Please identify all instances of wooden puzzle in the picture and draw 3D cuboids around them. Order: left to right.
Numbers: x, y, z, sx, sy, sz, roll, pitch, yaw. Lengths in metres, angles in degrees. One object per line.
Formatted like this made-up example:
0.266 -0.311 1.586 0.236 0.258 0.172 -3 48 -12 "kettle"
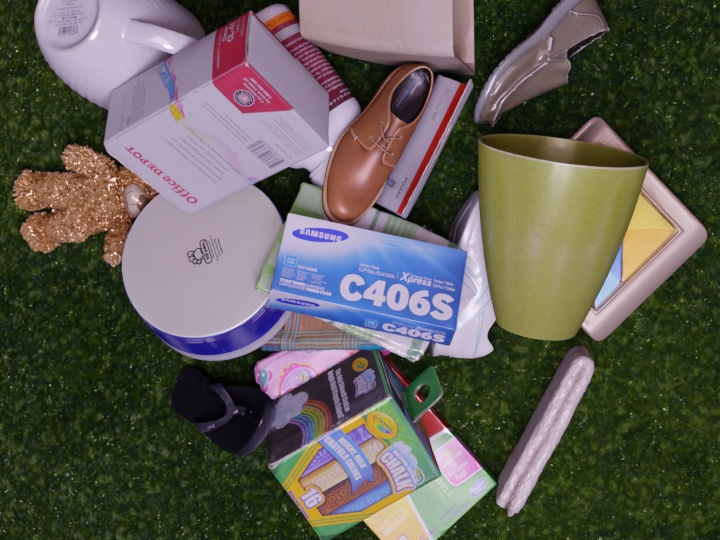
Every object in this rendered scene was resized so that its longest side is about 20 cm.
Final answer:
0.280 -0.048 1.330 0.185 0.037 0.200 -44 90 4 "wooden puzzle"

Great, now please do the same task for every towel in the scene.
-0.017 0.022 1.300 0.197 0.022 0.149 -3 64 23 "towel"
0.000 0.000 1.240 0.197 0.031 0.151 22 63 4 "towel"
0.213 0.181 1.300 0.034 0.133 0.202 28 95 5 "towel"

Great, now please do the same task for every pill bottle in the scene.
-0.071 -0.194 1.304 0.112 0.113 0.201 -37 90 5 "pill bottle"

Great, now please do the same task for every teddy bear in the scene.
-0.319 -0.080 1.349 0.197 0.067 0.148 8 96 3 "teddy bear"

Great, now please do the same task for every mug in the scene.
-0.251 -0.251 1.250 0.197 0.175 0.150 14 87 24 "mug"

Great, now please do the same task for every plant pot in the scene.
0.029 -0.325 1.259 0.174 0.200 0.204 0 94 12 "plant pot"
0.209 -0.034 1.250 0.184 0.187 0.203 7 105 3 "plant pot"

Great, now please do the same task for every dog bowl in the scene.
-0.170 -0.005 1.300 0.197 0.079 0.203 -4 68 9 "dog bowl"

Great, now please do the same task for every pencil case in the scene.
-0.029 0.091 1.331 0.199 0.087 0.088 -34 91 6 "pencil case"

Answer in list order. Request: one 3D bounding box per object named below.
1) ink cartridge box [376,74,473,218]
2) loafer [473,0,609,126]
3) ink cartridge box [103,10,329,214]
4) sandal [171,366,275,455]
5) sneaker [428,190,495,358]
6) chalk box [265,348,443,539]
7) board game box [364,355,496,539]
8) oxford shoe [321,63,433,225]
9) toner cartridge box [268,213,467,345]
0.067 -0.139 1.255 0.047 0.200 0.162 27 94 3 "ink cartridge box"
0.210 -0.236 1.304 0.070 0.075 0.200 43 95 4 "loafer"
-0.150 -0.161 1.199 0.198 0.147 0.087 -21 49 27 "ink cartridge box"
-0.168 0.159 1.298 0.043 0.199 0.077 27 79 -38 "sandal"
0.135 0.007 1.333 0.079 0.070 0.204 10 100 -6 "sneaker"
0.007 0.179 1.259 0.198 0.125 0.125 -29 115 5 "chalk box"
0.042 0.228 1.358 0.153 0.040 0.200 -43 90 5 "board game box"
0.019 -0.141 1.233 0.071 0.071 0.202 29 84 -13 "oxford shoe"
0.009 0.009 1.196 0.197 0.043 0.096 11 61 -1 "toner cartridge box"
